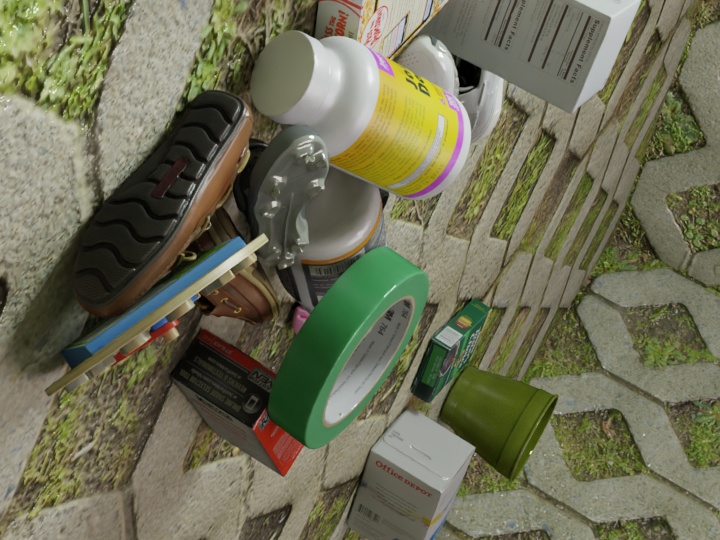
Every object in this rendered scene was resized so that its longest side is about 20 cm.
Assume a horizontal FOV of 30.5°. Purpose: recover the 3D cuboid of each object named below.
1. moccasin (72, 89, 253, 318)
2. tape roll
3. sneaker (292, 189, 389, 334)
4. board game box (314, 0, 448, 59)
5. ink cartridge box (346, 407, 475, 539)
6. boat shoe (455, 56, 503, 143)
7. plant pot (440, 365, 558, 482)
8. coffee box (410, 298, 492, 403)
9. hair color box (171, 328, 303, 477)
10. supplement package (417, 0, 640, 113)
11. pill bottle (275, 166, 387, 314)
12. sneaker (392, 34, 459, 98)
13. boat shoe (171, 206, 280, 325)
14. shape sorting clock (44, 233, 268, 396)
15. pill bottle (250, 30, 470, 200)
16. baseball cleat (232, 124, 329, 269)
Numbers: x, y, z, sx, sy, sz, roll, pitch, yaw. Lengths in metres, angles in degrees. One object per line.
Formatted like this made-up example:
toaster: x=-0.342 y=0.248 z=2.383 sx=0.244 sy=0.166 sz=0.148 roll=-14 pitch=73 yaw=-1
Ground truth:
moccasin: x=-0.145 y=-0.044 z=0.994 sx=0.078 sy=0.073 sz=0.203 roll=81 pitch=30 yaw=-54
tape roll: x=-0.009 y=0.075 z=1.262 sx=0.201 sy=0.048 sz=0.201 roll=-50 pitch=163 yaw=-21
sneaker: x=0.000 y=0.000 z=1.485 sx=0.079 sy=0.095 sz=0.202 roll=-18 pitch=133 yaw=-66
board game box: x=0.030 y=-0.266 z=1.207 sx=0.200 sy=0.046 sz=0.152 roll=-50 pitch=161 yaw=-37
ink cartridge box: x=0.089 y=0.380 z=2.330 sx=0.145 sy=0.146 sz=0.202 roll=-43 pitch=157 yaw=-49
boat shoe: x=0.137 y=-0.230 z=1.591 sx=0.068 sy=0.072 sz=0.201 roll=-24 pitch=152 yaw=-32
plant pot: x=0.273 y=0.297 z=2.696 sx=0.201 sy=0.192 sz=0.201 roll=-55 pitch=163 yaw=-25
coffee box: x=0.164 y=0.140 z=2.350 sx=0.200 sy=0.044 sz=0.124 roll=-36 pitch=151 yaw=-57
hair color box: x=-0.115 y=0.138 z=1.335 sx=0.062 sy=0.101 sz=0.200 roll=-56 pitch=164 yaw=-14
supplement package: x=0.170 y=-0.266 z=1.372 sx=0.114 sy=0.199 sz=0.110 roll=-38 pitch=153 yaw=-55
pill bottle: x=-0.032 y=-0.029 z=1.290 sx=0.117 sy=0.116 sz=0.200 roll=-56 pitch=164 yaw=-17
sneaker: x=0.028 y=-0.149 z=1.296 sx=0.087 sy=0.075 sz=0.200 roll=-34 pitch=166 yaw=-42
boat shoe: x=-0.122 y=0.005 z=1.166 sx=0.067 sy=0.072 sz=0.200 roll=-31 pitch=159 yaw=-2
shape sorting clock: x=-0.150 y=0.035 z=0.988 sx=0.199 sy=0.039 sz=0.200 roll=-34 pitch=-172 yaw=5
pill bottle: x=0.000 y=-0.135 z=1.131 sx=0.199 sy=0.104 sz=0.105 roll=20 pitch=100 yaw=-47
baseball cleat: x=-0.077 y=-0.078 z=1.080 sx=0.069 sy=0.107 sz=0.201 roll=-20 pitch=158 yaw=-21
